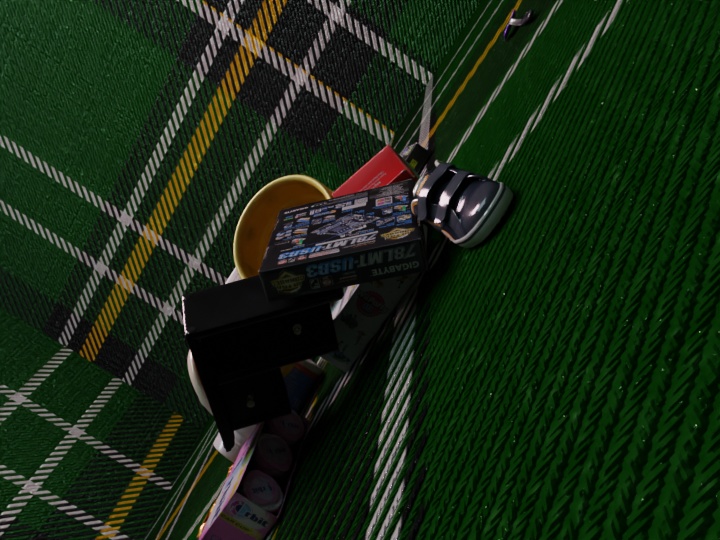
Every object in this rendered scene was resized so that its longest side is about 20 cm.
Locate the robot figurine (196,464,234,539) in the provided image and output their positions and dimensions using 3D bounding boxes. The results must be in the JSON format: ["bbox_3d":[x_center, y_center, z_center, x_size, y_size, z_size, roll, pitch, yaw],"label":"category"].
[{"bbox_3d":[-0.215,0.390,1.050,0.201,0.058,0.145,-61,7,-27],"label":"robot figurine"}]

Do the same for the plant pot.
[{"bbox_3d":[-0.075,-0.029,1.152,0.202,0.200,0.188,-57,-35,3],"label":"plant pot"}]

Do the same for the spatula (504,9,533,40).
[{"bbox_3d":[0.304,-0.480,1.344,0.200,0.020,0.057,-102,32,-77],"label":"spatula"}]

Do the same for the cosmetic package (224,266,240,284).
[{"bbox_3d":[-0.205,0.088,1.578,0.166,0.199,0.165,-55,-8,5],"label":"cosmetic package"}]

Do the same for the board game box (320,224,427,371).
[{"bbox_3d":[0.016,0.025,1.007,0.201,0.064,0.148,-56,8,24],"label":"board game box"}]

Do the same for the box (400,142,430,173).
[{"bbox_3d":[0.079,-0.194,1.593,0.194,0.047,0.200,-55,7,5],"label":"box"}]

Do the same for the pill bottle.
[{"bbox_3d":[-0.159,0.223,1.172,0.201,0.112,0.112,-58,7,-4],"label":"pill bottle"}]

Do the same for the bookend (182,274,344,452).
[{"bbox_3d":[-0.112,0.111,0.922,0.092,0.196,0.202,-117,16,-56],"label":"bookend"}]

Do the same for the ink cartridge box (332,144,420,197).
[{"bbox_3d":[0.035,-0.119,1.077,0.116,0.068,0.200,-40,-15,10],"label":"ink cartridge box"}]

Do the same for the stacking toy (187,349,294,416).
[{"bbox_3d":[-0.145,0.129,1.051,0.199,0.147,0.146,-31,13,10],"label":"stacking toy"}]

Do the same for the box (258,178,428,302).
[{"bbox_3d":[-0.018,-0.042,0.888,0.197,0.050,0.199,-13,27,7],"label":"box"}]

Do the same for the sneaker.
[{"bbox_3d":[0.103,-0.077,0.786,0.079,0.079,0.200,-56,8,-1],"label":"sneaker"}]

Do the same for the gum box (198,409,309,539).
[{"bbox_3d":[-0.139,0.282,0.956,0.114,0.066,0.200,-55,7,26],"label":"gum box"}]
